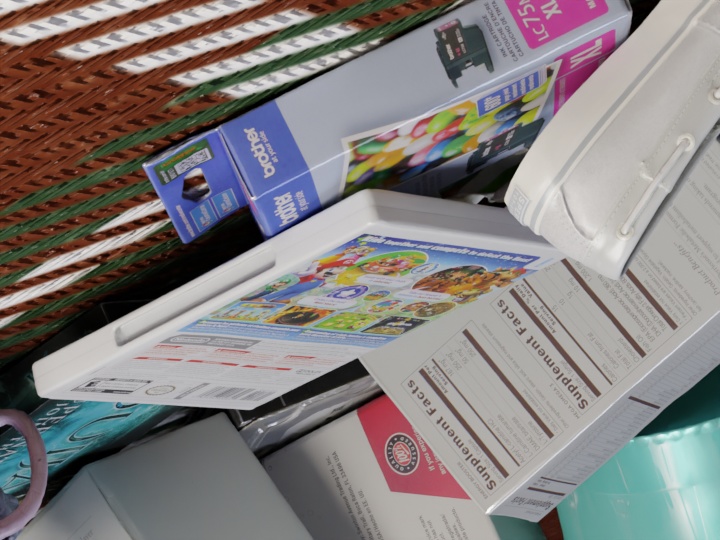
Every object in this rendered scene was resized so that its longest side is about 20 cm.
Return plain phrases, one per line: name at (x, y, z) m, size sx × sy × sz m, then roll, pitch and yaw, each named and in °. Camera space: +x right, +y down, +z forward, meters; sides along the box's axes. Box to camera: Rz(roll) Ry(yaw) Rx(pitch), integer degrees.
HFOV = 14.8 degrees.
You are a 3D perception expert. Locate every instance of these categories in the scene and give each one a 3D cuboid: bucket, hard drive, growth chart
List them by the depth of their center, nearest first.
growth chart at (0.127, -0.075, 1.236) m, size 0.199 × 0.018 × 0.145 m, roll -28°, pitch -176°, yaw 11°
bucket at (0.196, 0.108, 1.491) m, size 0.206 × 0.135 × 0.207 m, roll -17°, pitch -162°, yaw 5°
hard drive at (0.000, 0.060, 1.549) m, size 0.199 × 0.038 × 0.140 m, roll -20°, pitch 165°, yaw -22°

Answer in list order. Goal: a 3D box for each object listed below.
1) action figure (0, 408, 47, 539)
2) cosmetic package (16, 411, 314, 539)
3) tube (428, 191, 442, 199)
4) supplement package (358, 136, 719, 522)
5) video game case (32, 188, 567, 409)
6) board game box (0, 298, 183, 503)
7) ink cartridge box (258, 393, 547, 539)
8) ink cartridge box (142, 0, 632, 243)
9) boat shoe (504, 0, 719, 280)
action figure at (-0.245, 0.144, 1.224) m, size 0.199 × 0.134 × 0.149 m, roll 7°, pitch 131°, yaw -23°
cosmetic package at (-0.104, 0.218, 1.446) m, size 0.199 × 0.200 × 0.123 m, roll -44°, pitch 167°, yaw 35°
tube at (0.000, 0.000, 1.316) m, size 0.077 × 0.051 × 0.200 m, roll -17°, pitch 169°, yaw -11°
supplement package at (0.114, 0.017, 1.355) m, size 0.200 × 0.110 × 0.114 m, roll -41°, pitch 164°, yaw 7°
video game case at (-0.024, 0.016, 1.197) m, size 0.200 × 0.018 × 0.143 m, roll -26°, pitch 159°, yaw 35°
board game box at (-0.143, 0.070, 1.335) m, size 0.200 × 0.028 × 0.135 m, roll -35°, pitch 164°, yaw 31°
ink cartridge box at (-0.006, 0.166, 1.535) m, size 0.199 × 0.145 × 0.084 m, roll -29°, pitch 167°, yaw 17°
ink cartridge box at (0.014, -0.057, 1.132) m, size 0.199 × 0.042 × 0.119 m, roll -24°, pitch 166°, yaw -2°
boat shoe at (0.144, -0.081, 1.106) m, size 0.200 × 0.068 × 0.072 m, roll -46°, pitch 168°, yaw -16°
